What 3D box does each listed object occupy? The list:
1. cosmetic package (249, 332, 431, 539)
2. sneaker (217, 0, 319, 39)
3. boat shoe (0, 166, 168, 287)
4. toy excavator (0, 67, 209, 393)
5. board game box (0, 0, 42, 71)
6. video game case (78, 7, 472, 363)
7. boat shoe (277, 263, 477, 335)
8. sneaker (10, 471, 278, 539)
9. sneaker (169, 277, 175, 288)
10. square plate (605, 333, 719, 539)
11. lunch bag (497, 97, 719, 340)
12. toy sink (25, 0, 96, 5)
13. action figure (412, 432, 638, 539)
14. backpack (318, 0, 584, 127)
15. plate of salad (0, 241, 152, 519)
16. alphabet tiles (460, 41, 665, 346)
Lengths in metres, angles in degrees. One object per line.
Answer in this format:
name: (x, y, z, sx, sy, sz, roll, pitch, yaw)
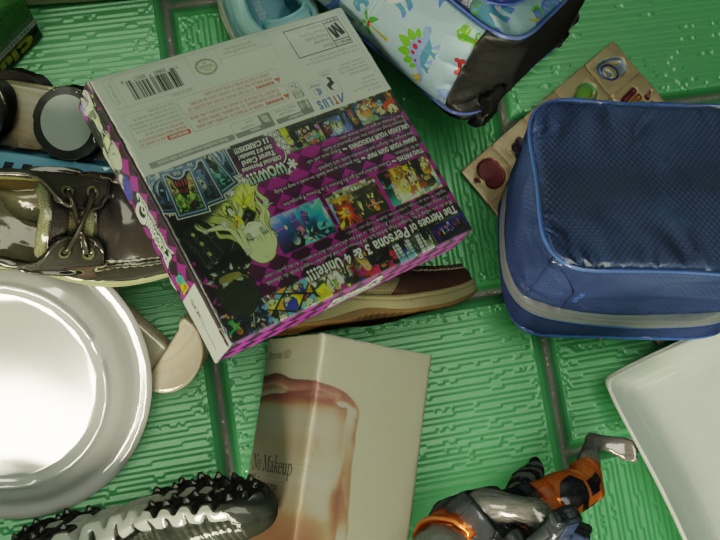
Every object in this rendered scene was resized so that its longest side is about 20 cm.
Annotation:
cosmetic package: (-0.023, 0.150, 0.740, 0.086, 0.103, 0.203, 13, 78, -23)
sneaker: (-0.049, -0.149, 0.802, 0.073, 0.082, 0.201, -32, 86, -10)
boat shoe: (-0.187, -0.026, 0.680, 0.196, 0.065, 0.075, -1, 90, -4)
toy excavator: (-0.191, -0.028, 0.767, 0.191, 0.100, 0.203, 9, 102, 2)
board game box: (-0.300, -0.114, 0.756, 0.023, 0.105, 0.201, 38, 78, 4)
video game case: (-0.049, -0.063, 0.698, 0.198, 0.036, 0.183, -25, 79, -33)
boat shoe: (0.000, 0.000, 0.757, 0.198, 0.072, 0.073, -5, 82, -37)
sneaker: (-0.134, 0.191, 0.726, 0.197, 0.066, 0.092, -17, 95, 20)
sneaker: (-0.085, -0.047, 0.796, 0.070, 0.099, 0.203, -21, 51, 25)
square plate: (0.305, 0.130, 0.827, 0.196, 0.028, 0.202, -25, 85, -10)
lunch bag: (0.197, -0.030, 0.783, 0.196, 0.133, 0.138, 3, 65, -5)
toy sink: (-0.221, -0.270, 0.787, 0.197, 0.112, 0.133, -8, 82, -13)
action figure: (0.086, 0.190, 0.731, 0.105, 0.192, 0.201, 48, 121, 30)
backpack: (0.063, -0.237, 0.783, 0.199, 0.148, 0.183, 37, 49, 10)
plate of salad: (-0.239, 0.072, 0.747, 0.196, 0.048, 0.204, -2, 106, -6)
alphabet tiles: (0.201, -0.051, 0.855, 0.167, 0.008, 0.201, -39, 88, -11)
